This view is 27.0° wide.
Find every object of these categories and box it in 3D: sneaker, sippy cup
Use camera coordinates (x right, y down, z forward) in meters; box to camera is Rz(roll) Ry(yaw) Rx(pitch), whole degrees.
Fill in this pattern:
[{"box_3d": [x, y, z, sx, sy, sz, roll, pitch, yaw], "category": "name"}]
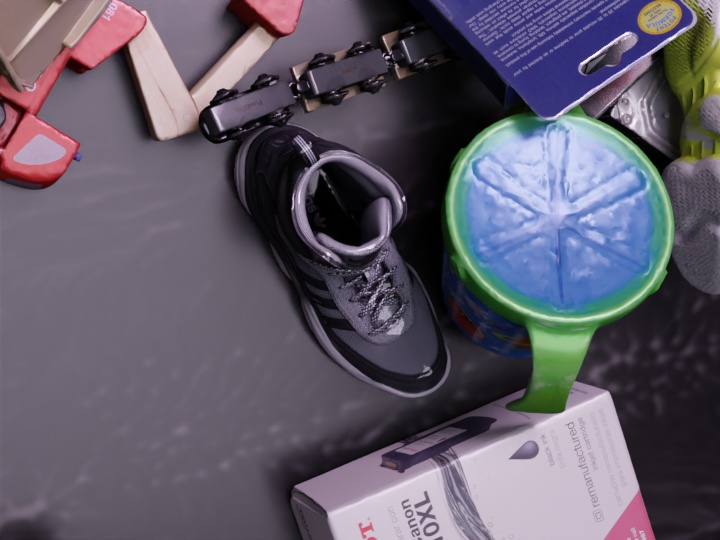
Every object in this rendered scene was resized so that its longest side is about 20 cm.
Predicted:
[{"box_3d": [0.250, -0.086, 0.954, 0.105, 0.076, 0.200, -14, 112, -27], "category": "sneaker"}, {"box_3d": [0.107, -0.010, 0.913, 0.140, 0.130, 0.178, 37, 69, 6], "category": "sippy cup"}, {"box_3d": [0.000, 0.000, 0.899, 0.075, 0.114, 0.200, -37, 103, -12], "category": "sneaker"}]

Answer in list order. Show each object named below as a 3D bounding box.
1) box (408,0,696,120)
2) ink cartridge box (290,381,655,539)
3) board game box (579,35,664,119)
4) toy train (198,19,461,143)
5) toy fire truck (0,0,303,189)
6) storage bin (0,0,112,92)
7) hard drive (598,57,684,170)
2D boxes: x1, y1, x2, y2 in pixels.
[{"box_3d": [0.094, -0.181, 0.907, 0.121, 0.032, 0.200, -34, 68, -13], "category": "box"}, {"box_3d": [0.076, 0.173, 0.950, 0.200, 0.084, 0.145, -21, 99, -15], "category": "ink cartridge box"}, {"box_3d": [0.184, -0.197, 0.967, 0.200, 0.023, 0.105, -42, 84, -5], "category": "board game box"}, {"box_3d": [-0.010, -0.118, 0.909, 0.200, 0.046, 0.034, -24, 93, -27], "category": "toy train"}, {"box_3d": [-0.132, -0.124, 0.883, 0.141, 0.049, 0.200, 30, 85, -18], "category": "toy fire truck"}, {"box_3d": [-0.228, -0.200, 0.744, 0.200, 0.199, 0.094, 36, 80, 3], "category": "storage bin"}, {"box_3d": [0.271, -0.109, 1.018, 0.200, 0.038, 0.140, 33, 83, -16], "category": "hard drive"}]
